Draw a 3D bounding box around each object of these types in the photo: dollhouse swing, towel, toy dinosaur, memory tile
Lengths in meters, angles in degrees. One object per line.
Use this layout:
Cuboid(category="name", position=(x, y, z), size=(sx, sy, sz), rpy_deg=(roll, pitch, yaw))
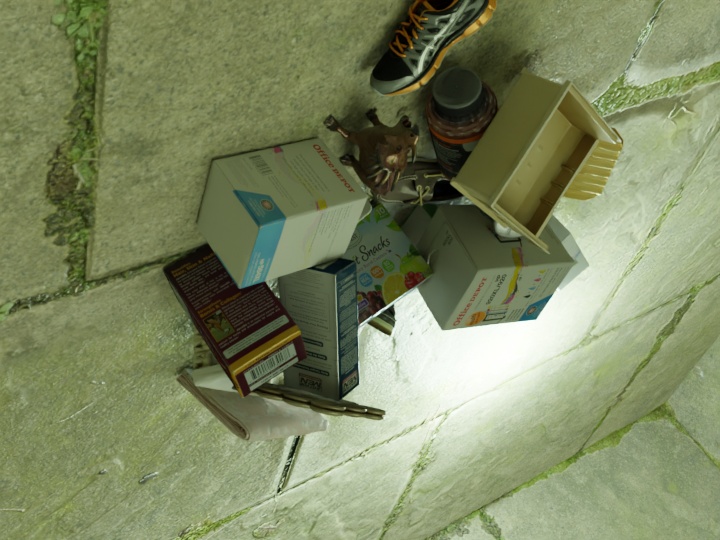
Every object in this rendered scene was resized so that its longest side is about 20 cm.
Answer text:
Cuboid(category="dollhouse swing", position=(0.318, -0.150, 1.708), size=(0.200, 0.176, 0.182), rpy_deg=(103, 14, -52))
Cuboid(category="towel", position=(-0.176, 0.215, 1.691), size=(0.200, 0.191, 0.032), rpy_deg=(2, 117, -53))
Cuboid(category="toy dinosaur", position=(0.028, -0.150, 1.425), size=(0.086, 0.136, 0.200), rpy_deg=(-33, 153, -10))
Cuboid(category="memory tile", position=(-0.076, 0.189, 1.490), size=(0.153, 0.200, 0.017), rpy_deg=(16, 85, -54))

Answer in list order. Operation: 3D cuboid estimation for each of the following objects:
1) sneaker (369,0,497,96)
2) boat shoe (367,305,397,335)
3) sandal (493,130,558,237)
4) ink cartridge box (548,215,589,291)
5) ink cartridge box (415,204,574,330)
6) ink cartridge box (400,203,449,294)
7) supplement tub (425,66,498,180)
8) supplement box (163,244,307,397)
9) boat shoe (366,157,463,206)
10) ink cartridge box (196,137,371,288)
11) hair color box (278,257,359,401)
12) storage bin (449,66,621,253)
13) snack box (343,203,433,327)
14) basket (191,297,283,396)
Cuboid(category="sneaker", position=(0.082, -0.310, 1.323), size=(0.200, 0.078, 0.077), rpy_deg=(-45, 139, 6))
Cuboid(category="boat shoe", position=(0.025, 0.061, 1.757), size=(0.065, 0.073, 0.200), rpy_deg=(-56, -163, -1))
Cuboid(category="sandal", position=(0.255, -0.153, 1.590), size=(0.079, 0.059, 0.207), rpy_deg=(11, 102, -22))
Cuboid(category="ink cartridge box", position=(0.341, -0.059, 1.935), size=(0.085, 0.145, 0.200), rpy_deg=(-41, 153, 4))
Cuboid(category="ink cartridge box", position=(0.206, -0.008, 1.653), size=(0.200, 0.145, 0.147), rpy_deg=(-4, 139, -31))
Cuboid(category="ink cartridge box", position=(0.147, -0.038, 1.799), size=(0.200, 0.084, 0.146), rpy_deg=(-3, 137, -48))
Cuboid(category="supplement tub", position=(0.154, -0.214, 1.510), size=(0.107, 0.107, 0.200), rpy_deg=(-36, 153, -4))
Cuboid(category="supplement box", position=(-0.175, 0.060, 1.433), size=(0.110, 0.200, 0.086), rpy_deg=(-31, 151, -14))
Cuboid(category="boat shoe", position=(0.098, -0.135, 1.616), size=(0.200, 0.060, 0.072), rpy_deg=(-12, 144, -41))
Cuboid(category="ink cartridge box", position=(-0.097, -0.082, 1.387), size=(0.200, 0.129, 0.125), rpy_deg=(-16, 146, -34))
Cuboid(category="hair color box", position=(-0.059, 0.078, 1.473), size=(0.060, 0.100, 0.200), rpy_deg=(-33, 129, -52))
Cuboid(category="storage bin", position=(0.259, -0.154, 1.479), size=(0.198, 0.094, 0.200), rpy_deg=(31, 91, -47))
Cuboid(category="snack box", position=(0.000, 0.000, 1.570), size=(0.200, 0.142, 0.053), rpy_deg=(-33, 173, -40))
Cuboid(category="basket", position=(-0.157, 0.117, 1.593), size=(0.135, 0.124, 0.200), rpy_deg=(-17, 160, 25))
